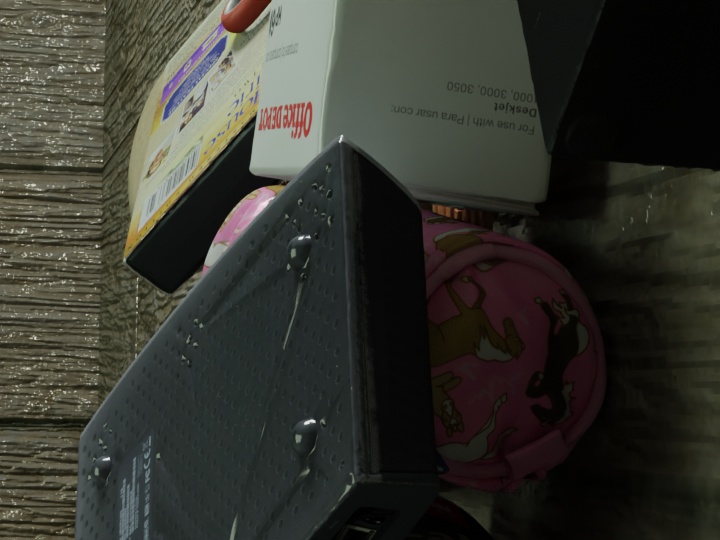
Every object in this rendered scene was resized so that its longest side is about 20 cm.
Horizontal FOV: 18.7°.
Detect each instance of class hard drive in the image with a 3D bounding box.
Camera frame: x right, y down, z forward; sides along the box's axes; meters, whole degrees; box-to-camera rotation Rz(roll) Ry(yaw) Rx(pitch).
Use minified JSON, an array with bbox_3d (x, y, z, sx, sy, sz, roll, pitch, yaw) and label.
[{"bbox_3d":[-0.038,0.063,0.699,0.200,0.042,0.135,-47,36,45],"label":"hard drive"}]

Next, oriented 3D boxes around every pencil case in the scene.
[{"bbox_3d":[0.008,0.020,0.777,0.200,0.083,0.087,21,87,65],"label":"pencil case"}]

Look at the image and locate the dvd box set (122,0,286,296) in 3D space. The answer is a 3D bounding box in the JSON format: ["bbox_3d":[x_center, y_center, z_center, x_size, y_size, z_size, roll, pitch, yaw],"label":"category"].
[{"bbox_3d":[-0.042,-0.091,0.965,0.146,0.029,0.200,-46,19,22],"label":"dvd box set"}]

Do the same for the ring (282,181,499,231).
[{"bbox_3d":[0.000,0.000,0.912,0.200,0.019,0.201,-29,55,52],"label":"ring"}]

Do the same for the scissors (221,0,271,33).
[{"bbox_3d":[-0.001,-0.172,0.940,0.200,0.014,0.073,-42,19,37],"label":"scissors"}]

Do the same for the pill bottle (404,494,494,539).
[{"bbox_3d":[0.009,0.141,0.758,0.200,0.115,0.116,-125,38,-71],"label":"pill bottle"}]

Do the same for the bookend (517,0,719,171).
[{"bbox_3d":[0.091,-0.158,0.444,0.199,0.092,0.200,106,163,-46],"label":"bookend"}]

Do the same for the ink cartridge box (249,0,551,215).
[{"bbox_3d":[0.022,-0.124,0.772,0.145,0.084,0.201,-169,86,-78],"label":"ink cartridge box"}]

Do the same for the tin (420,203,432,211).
[{"bbox_3d":[0.004,-0.044,1.013,0.112,0.042,0.201,101,166,-56],"label":"tin"}]

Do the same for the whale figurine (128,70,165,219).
[{"bbox_3d":[-0.047,-0.088,1.192,0.200,0.104,0.159,-55,26,25],"label":"whale figurine"}]
